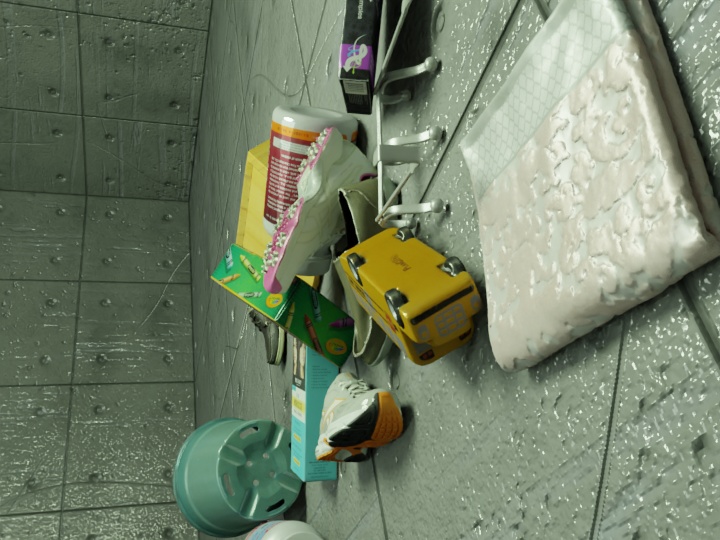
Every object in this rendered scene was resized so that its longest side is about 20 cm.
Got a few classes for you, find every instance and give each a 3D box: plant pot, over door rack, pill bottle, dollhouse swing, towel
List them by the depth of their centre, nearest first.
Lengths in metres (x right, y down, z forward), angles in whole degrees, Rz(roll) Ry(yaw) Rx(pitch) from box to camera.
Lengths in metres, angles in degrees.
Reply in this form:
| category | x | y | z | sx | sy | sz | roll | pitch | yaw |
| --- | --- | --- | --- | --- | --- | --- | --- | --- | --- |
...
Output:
| category | x | y | z | sx | sy | sz | roll | pitch | yaw |
| --- | --- | --- | --- | --- | --- | --- | --- | --- | --- |
| towel | 0.124 | -0.056 | 0.438 | 0.200 | 0.031 | 0.196 | 126 | 142 | -61 |
| over door rack | 0.042 | -0.131 | 0.611 | 0.200 | 0.065 | 0.152 | 80 | -172 | -78 |
| pill bottle | -0.069 | -0.103 | 0.898 | 0.113 | 0.110 | 0.205 | -130 | 45 | -63 |
| pill bottle | -0.104 | 0.410 | 0.970 | 0.200 | 0.106 | 0.112 | 134 | 134 | -63 |
| dollhouse swing | -0.096 | -0.082 | 1.102 | 0.182 | 0.173 | 0.203 | -44 | -25 | -52 |
| plant pot | -0.193 | 0.333 | 1.143 | 0.196 | 0.196 | 0.205 | -36 | 55 | 58 |

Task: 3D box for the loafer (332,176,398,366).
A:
| category | x | y | z | sx | sy | sz | roll | pitch | yaw |
| --- | --- | --- | --- | --- | --- | --- | --- | --- | --- |
| loafer | 0.000 | 0.000 | 0.748 | 0.075 | 0.068 | 0.206 | 164 | 107 | -70 |

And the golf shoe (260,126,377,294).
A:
| category | x | y | z | sx | sy | sz | roll | pitch | yaw |
| --- | --- | --- | --- | --- | --- | --- | --- | --- | --- |
| golf shoe | -0.043 | -0.058 | 0.775 | 0.075 | 0.090 | 0.204 | -9 | 55 | 65 |

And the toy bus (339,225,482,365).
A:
| category | x | y | z | sx | sy | sz | roll | pitch | yaw |
| --- | --- | --- | --- | --- | --- | --- | --- | --- | --- |
| toy bus | 0.040 | 0.018 | 0.602 | 0.080 | 0.064 | 0.200 | 67 | 170 | -22 |

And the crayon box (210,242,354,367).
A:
| category | x | y | z | sx | sy | sz | roll | pitch | yaw |
| --- | --- | --- | --- | --- | --- | --- | --- | --- | --- |
| crayon box | -0.096 | 0.040 | 0.875 | 0.059 | 0.118 | 0.199 | -56 | 36 | -8 |

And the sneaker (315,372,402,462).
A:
| category | x | y | z | sx | sy | sz | roll | pitch | yaw |
| --- | --- | --- | --- | --- | --- | --- | --- | --- | --- |
| sneaker | -0.010 | 0.151 | 0.767 | 0.200 | 0.074 | 0.094 | 127 | 145 | -58 |

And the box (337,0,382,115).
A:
| category | x | y | z | sx | sy | sz | roll | pitch | yaw |
| --- | --- | --- | --- | --- | --- | --- | --- | --- | --- |
| box | 0.006 | -0.280 | 0.720 | 0.143 | 0.035 | 0.206 | -7 | -79 | -88 |

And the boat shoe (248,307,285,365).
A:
| category | x | y | z | sx | sy | sz | roll | pitch | yaw |
| --- | --- | --- | --- | --- | --- | --- | --- | --- | --- |
| boat shoe | -0.178 | 0.078 | 1.287 | 0.073 | 0.063 | 0.205 | 131 | 137 | -59 |

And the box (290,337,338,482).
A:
| category | x | y | z | sx | sy | sz | roll | pitch | yaw |
| --- | --- | --- | --- | --- | --- | --- | --- | --- | --- |
| box | -0.064 | 0.179 | 0.959 | 0.082 | 0.048 | 0.206 | 173 | 98 | -71 |
